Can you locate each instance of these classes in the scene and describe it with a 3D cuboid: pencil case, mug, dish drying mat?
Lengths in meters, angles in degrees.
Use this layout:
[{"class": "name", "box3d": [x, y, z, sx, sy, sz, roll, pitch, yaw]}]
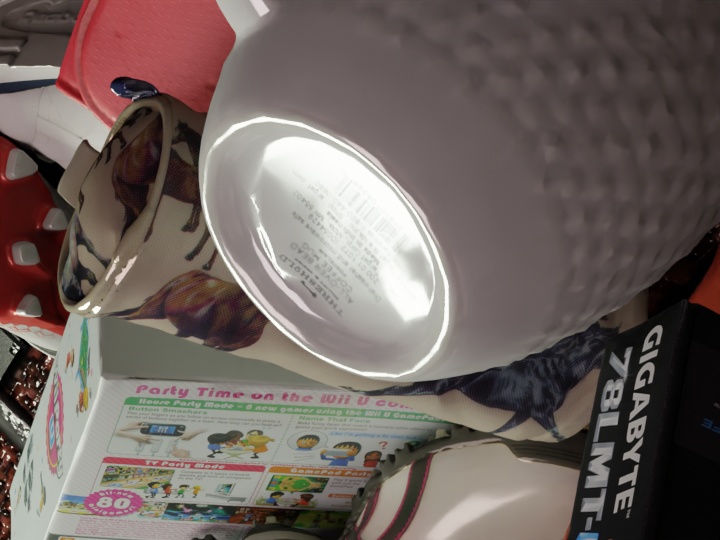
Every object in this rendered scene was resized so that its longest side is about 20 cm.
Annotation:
[{"class": "pencil case", "box3d": [0.000, 0.000, 0.783, 0.200, 0.089, 0.078, 17, 115, -25]}, {"class": "mug", "box3d": [0.025, -0.074, 0.686, 0.200, 0.175, 0.148, 53, 143, -8]}, {"class": "dish drying mat", "box3d": [-0.040, -0.125, 0.771, 0.077, 0.018, 0.200, 33, 118, 15]}]

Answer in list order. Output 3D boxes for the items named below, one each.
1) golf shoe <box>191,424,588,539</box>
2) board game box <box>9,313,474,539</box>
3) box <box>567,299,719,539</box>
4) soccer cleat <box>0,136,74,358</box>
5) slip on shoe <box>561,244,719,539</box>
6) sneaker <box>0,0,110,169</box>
[{"class": "golf shoe", "box3d": [0.016, 0.122, 0.880, 0.200, 0.088, 0.077, -29, 139, 28]}, {"class": "board game box", "box3d": [-0.050, 0.071, 0.927, 0.147, 0.064, 0.200, 5, 146, -16]}, {"class": "box", "box3d": [0.144, 0.138, 0.694, 0.200, 0.199, 0.050, 27, 148, -21]}, {"class": "soccer cleat", "box3d": [-0.130, 0.001, 0.964, 0.200, 0.069, 0.085, 33, 164, -28]}, {"class": "slip on shoe", "box3d": [0.122, 0.041, 0.772, 0.074, 0.061, 0.200, 45, 132, 25]}, {"class": "sneaker", "box3d": [-0.069, -0.065, 0.888, 0.200, 0.076, 0.081, 14, 145, 42]}]
